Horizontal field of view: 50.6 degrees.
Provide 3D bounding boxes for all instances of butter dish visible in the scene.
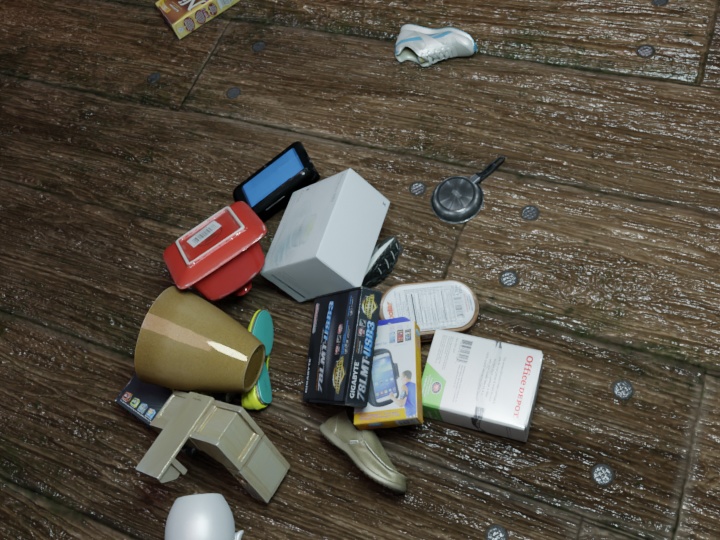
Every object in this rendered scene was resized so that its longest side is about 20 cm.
[{"bbox_3d":[-0.262,-0.014,1.487,0.198,0.149,0.199,-35,33,-8],"label":"butter dish"}]

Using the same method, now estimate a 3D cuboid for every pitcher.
[{"bbox_3d":[-0.248,0.489,1.301,0.168,0.122,0.204,-2,69,-12],"label":"pitcher"}]

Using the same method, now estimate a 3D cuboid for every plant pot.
[{"bbox_3d":[-0.283,0.150,1.408,0.196,0.187,0.189,18,66,13],"label":"plant pot"}]

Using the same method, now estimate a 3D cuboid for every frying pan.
[{"bbox_3d":[0.234,-0.167,1.586,0.187,0.031,0.117,-23,60,4],"label":"frying pan"}]

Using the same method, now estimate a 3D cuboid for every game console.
[{"bbox_3d":[-0.198,-0.188,1.634,0.199,0.176,0.117,-36,86,8],"label":"game console"}]

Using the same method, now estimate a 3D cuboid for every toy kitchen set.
[{"bbox_3d":[-0.275,0.344,1.358,0.197,0.182,0.164,4,48,41],"label":"toy kitchen set"}]

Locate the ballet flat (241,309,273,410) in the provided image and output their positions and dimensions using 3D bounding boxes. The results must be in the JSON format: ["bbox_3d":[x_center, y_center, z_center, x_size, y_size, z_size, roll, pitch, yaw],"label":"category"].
[{"bbox_3d":[-0.211,0.175,1.489,0.066,0.067,0.204,-21,58,28],"label":"ballet flat"}]

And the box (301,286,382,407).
[{"bbox_3d":[-0.038,0.140,1.369,0.049,0.197,0.205,13,78,-26],"label":"box"}]

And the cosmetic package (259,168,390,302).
[{"bbox_3d":[-0.070,-0.064,1.492,0.198,0.122,0.202,-13,49,48],"label":"cosmetic package"}]

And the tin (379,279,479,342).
[{"bbox_3d":[0.129,0.075,1.444,0.195,0.042,0.114,-6,61,-6],"label":"tin"}]

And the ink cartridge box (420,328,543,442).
[{"bbox_3d":[0.214,0.203,1.351,0.196,0.084,0.148,11,65,20],"label":"ink cartridge box"}]

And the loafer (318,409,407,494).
[{"bbox_3d":[0.011,0.316,1.344,0.198,0.076,0.068,34,79,27],"label":"loafer"}]

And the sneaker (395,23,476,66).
[{"bbox_3d":[0.175,-0.515,1.771,0.196,0.077,0.082,12,73,27],"label":"sneaker"}]

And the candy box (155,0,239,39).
[{"bbox_3d":[-0.437,-0.721,2.042,0.199,0.057,0.117,-36,60,-6],"label":"candy box"}]

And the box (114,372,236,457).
[{"bbox_3d":[-0.358,0.244,1.491,0.198,0.049,0.162,27,67,25],"label":"box"}]

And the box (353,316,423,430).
[{"bbox_3d":[0.048,0.174,1.348,0.117,0.042,0.204,-10,62,18],"label":"box"}]

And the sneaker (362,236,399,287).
[{"bbox_3d":[0.000,0.000,1.525,0.200,0.074,0.079,-44,56,-12],"label":"sneaker"}]
